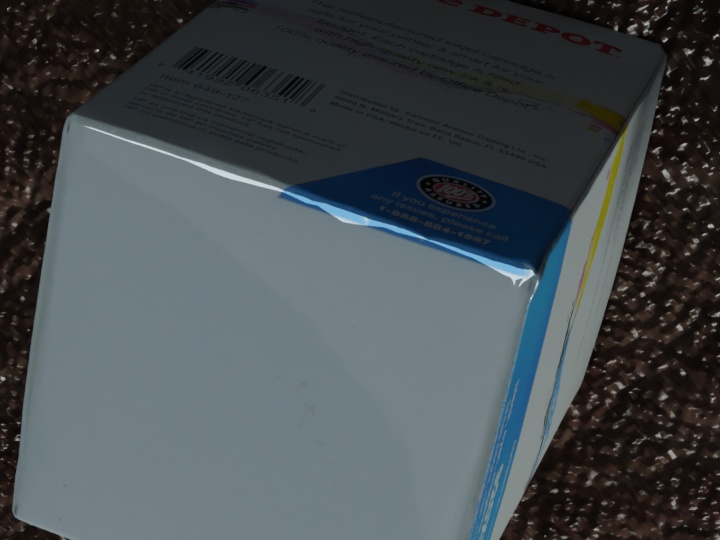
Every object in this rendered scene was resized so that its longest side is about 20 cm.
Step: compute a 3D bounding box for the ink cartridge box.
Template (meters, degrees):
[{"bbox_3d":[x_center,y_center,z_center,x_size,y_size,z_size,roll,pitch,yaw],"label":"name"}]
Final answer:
[{"bbox_3d":[0.000,0.000,0.708,0.147,0.200,0.145,18,118,12],"label":"ink cartridge box"}]
